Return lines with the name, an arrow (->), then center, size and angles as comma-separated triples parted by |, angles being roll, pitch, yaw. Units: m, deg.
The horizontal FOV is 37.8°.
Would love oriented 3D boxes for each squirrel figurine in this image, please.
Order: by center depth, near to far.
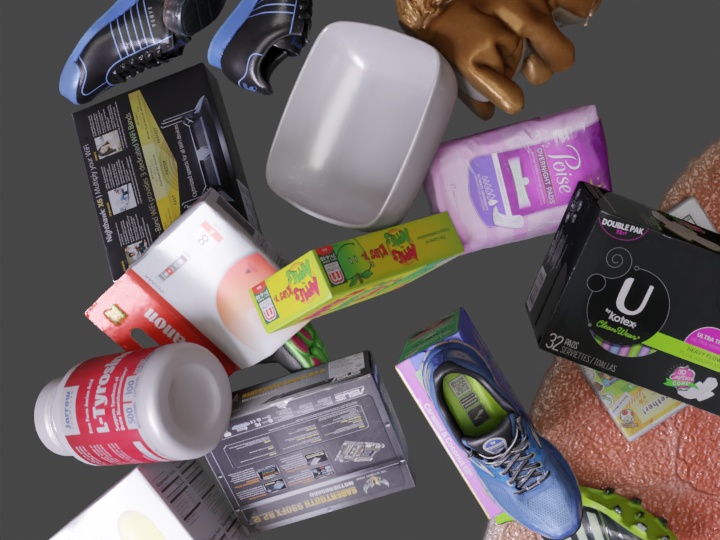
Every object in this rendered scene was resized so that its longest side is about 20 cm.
squirrel figurine -> 0.142, -0.277, 1.060 | 0.200, 0.142, 0.187 | 43, 90, -1

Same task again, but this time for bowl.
bowl -> 0.007, -0.142, 1.078 | 0.199, 0.074, 0.201 | 27, 96, 43

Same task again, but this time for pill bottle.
pill bottle -> -0.235, 0.138, 1.061 | 0.199, 0.112, 0.113 | -12, 93, 37

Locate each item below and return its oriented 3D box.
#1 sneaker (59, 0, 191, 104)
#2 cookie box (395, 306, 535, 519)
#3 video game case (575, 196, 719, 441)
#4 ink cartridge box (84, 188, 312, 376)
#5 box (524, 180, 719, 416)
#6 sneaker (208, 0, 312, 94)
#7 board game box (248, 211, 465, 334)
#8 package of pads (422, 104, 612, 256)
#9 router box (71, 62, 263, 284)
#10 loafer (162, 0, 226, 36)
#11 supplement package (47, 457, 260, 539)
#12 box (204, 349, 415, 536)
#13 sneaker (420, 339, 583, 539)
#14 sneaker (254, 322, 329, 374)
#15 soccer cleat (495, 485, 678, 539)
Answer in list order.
sneaker -> -0.236, -0.245, 1.129 | 0.078, 0.070, 0.200 | 43, 95, 9
cookie box -> 0.114, 0.134, 1.052 | 0.075, 0.200, 0.172 | -31, 90, 7
video game case -> 0.318, 0.052, 1.117 | 0.199, 0.023, 0.183 | -34, 90, 6
ink cartridge box -> -0.163, 0.040, 1.062 | 0.200, 0.050, 0.162 | -42, 105, 14
box -> 0.283, 0.025, 1.021 | 0.199, 0.124, 0.149 | 20, 108, -4
sneaker -> -0.075, -0.279, 1.099 | 0.078, 0.070, 0.201 | 35, 98, 13
board game box -> 0.000, 0.000, 1.020 | 0.101, 0.199, 0.048 | -30, 82, 43
package of pads -> 0.161, -0.091, 1.097 | 0.199, 0.076, 0.121 | -14, 96, 7
router box -> -0.206, -0.099, 1.119 | 0.156, 0.052, 0.201 | -19, 75, 6
loafer -> -0.170, -0.317, 1.083 | 0.072, 0.073, 0.201 | 11, 53, 8
supplement package -> -0.208, 0.313, 1.120 | 0.152, 0.151, 0.200 | -39, 89, 7
box -> -0.057, 0.185, 1.117 | 0.199, 0.048, 0.159 | -18, 119, 7
sneaker -> 0.119, 0.154, 0.907 | 0.078, 0.089, 0.200 | -39, 90, 9
sneaker -> -0.121, 0.070, 1.144 | 0.199, 0.077, 0.084 | 31, 110, 8
soccer cleat -> 0.241, 0.271, 1.123 | 0.199, 0.068, 0.082 | 21, 113, 5
